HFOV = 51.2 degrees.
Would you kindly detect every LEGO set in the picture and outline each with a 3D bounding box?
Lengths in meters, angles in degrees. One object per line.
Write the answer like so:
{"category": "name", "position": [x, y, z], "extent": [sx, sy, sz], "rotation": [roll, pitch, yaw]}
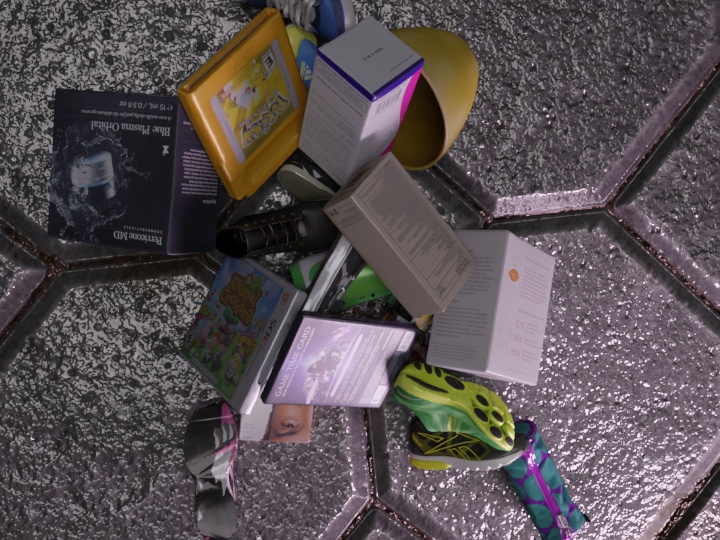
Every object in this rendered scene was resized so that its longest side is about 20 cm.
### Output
{"category": "LEGO set", "position": [0.084, 0.110, 1.142], "extent": [0.154, 0.116, 0.200], "rotation": [42, 89, -12]}

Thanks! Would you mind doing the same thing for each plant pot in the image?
{"category": "plant pot", "position": [0.086, -0.267, 1.075], "extent": [0.142, 0.200, 0.200], "rotation": [-41, 103, -28]}

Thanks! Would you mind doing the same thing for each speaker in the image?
{"category": "speaker", "position": [0.000, 0.000, 1.101], "extent": [0.199, 0.088, 0.089], "rotation": [-17, 100, -6]}

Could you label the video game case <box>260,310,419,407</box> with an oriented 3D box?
{"category": "video game case", "position": [-0.025, 0.127, 1.036], "extent": [0.199, 0.019, 0.143], "rotation": [10, 115, -36]}

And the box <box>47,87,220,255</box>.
{"category": "box", "position": [-0.298, -0.132, 1.005], "extent": [0.196, 0.117, 0.201], "rotation": [8, 97, 19]}

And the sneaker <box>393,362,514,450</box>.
{"category": "sneaker", "position": [0.139, 0.204, 1.111], "extent": [0.199, 0.084, 0.074], "rotation": [30, 48, -3]}

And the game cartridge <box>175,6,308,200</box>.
{"category": "game cartridge", "position": [-0.140, -0.213, 0.997], "extent": [0.176, 0.032, 0.200], "rotation": [-50, 146, -22]}

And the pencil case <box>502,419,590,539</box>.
{"category": "pencil case", "position": [0.291, 0.346, 1.224], "extent": [0.085, 0.092, 0.201], "rotation": [-31, 100, -5]}

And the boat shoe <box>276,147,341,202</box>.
{"category": "boat shoe", "position": [-0.031, -0.114, 1.121], "extent": [0.199, 0.074, 0.066], "rotation": [32, 61, -19]}

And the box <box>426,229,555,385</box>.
{"category": "box", "position": [0.195, 0.056, 1.109], "extent": [0.152, 0.106, 0.201], "rotation": [21, 76, -47]}

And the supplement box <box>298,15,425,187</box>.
{"category": "supplement box", "position": [-0.005, -0.218, 1.006], "extent": [0.103, 0.200, 0.101], "rotation": [42, 61, 12]}

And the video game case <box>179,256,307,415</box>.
{"category": "video game case", "position": [-0.172, 0.078, 1.060], "extent": [0.022, 0.200, 0.183], "rotation": [24, 93, -41]}

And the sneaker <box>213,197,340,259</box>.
{"category": "sneaker", "position": [-0.103, -0.050, 1.055], "extent": [0.199, 0.106, 0.075], "rotation": [-9, 100, 20]}

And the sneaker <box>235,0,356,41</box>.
{"category": "sneaker", "position": [-0.110, -0.371, 1.024], "extent": [0.146, 0.081, 0.201], "rotation": [-21, 67, -26]}

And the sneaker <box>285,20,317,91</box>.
{"category": "sneaker", "position": [-0.126, -0.262, 1.080], "extent": [0.200, 0.076, 0.105], "rotation": [-44, 103, -3]}

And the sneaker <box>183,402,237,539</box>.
{"category": "sneaker", "position": [-0.227, 0.303, 1.135], "extent": [0.080, 0.086, 0.201], "rotation": [2, 76, -12]}

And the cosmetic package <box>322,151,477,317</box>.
{"category": "cosmetic package", "position": [0.056, -0.046, 1.006], "extent": [0.200, 0.073, 0.104], "rotation": [51, 56, -16]}

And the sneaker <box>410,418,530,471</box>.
{"category": "sneaker", "position": [0.161, 0.261, 1.164], "extent": [0.199, 0.074, 0.085], "rotation": [-11, 91, 26]}

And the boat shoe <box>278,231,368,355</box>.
{"category": "boat shoe", "position": [-0.045, 0.038, 1.024], "extent": [0.056, 0.069, 0.201], "rotation": [29, 89, -10]}

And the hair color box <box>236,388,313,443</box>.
{"category": "hair color box", "position": [-0.122, 0.154, 1.140], "extent": [0.110, 0.064, 0.201], "rotation": [5, 97, -12]}
